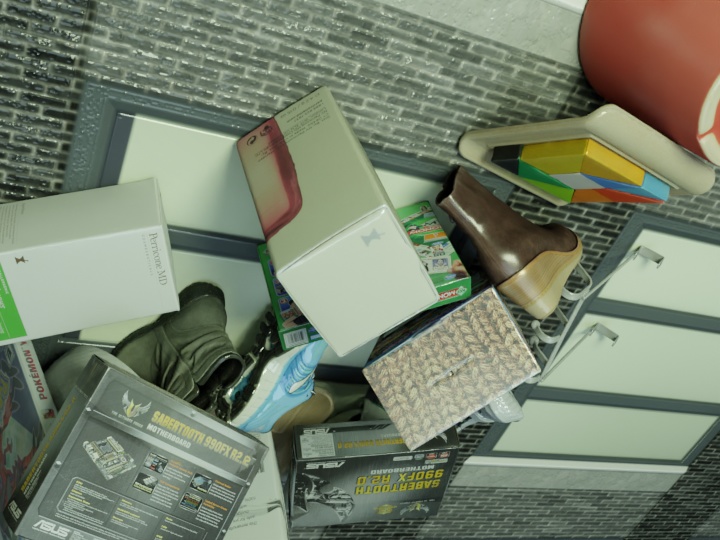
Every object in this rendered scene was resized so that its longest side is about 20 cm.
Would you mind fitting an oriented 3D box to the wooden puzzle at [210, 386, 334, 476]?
[{"bbox_3d":[-0.158,0.184,1.008,0.197,0.047,0.186,22,118,-29],"label":"wooden puzzle"}]

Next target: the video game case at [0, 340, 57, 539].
[{"bbox_3d":[-0.356,0.189,0.842,0.023,0.183,0.202,0,131,-42],"label":"video game case"}]

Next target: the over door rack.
[{"bbox_3d":[0.277,0.048,1.027,0.197,0.067,0.150,-17,138,-39],"label":"over door rack"}]

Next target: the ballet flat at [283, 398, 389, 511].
[{"bbox_3d":[-0.045,0.239,1.089,0.199,0.070,0.069,-40,131,11],"label":"ballet flat"}]

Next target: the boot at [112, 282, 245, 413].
[{"bbox_3d":[-0.206,0.116,0.868,0.200,0.132,0.067,-44,131,19],"label":"boot"}]

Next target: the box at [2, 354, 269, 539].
[{"bbox_3d":[-0.203,0.195,0.766,0.199,0.048,0.161,35,77,-35],"label":"box"}]

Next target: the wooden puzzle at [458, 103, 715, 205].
[{"bbox_3d":[0.223,-0.103,0.825,0.182,0.198,0.038,20,78,-32],"label":"wooden puzzle"}]

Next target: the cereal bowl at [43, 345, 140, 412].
[{"bbox_3d":[-0.274,0.186,0.853,0.083,0.198,0.203,-40,149,-43],"label":"cereal bowl"}]

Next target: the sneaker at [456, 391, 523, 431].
[{"bbox_3d":[0.134,0.170,1.017,0.113,0.200,0.076,-31,89,4],"label":"sneaker"}]

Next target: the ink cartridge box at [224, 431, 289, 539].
[{"bbox_3d":[-0.156,0.291,0.931,0.141,0.202,0.085,-12,130,-4],"label":"ink cartridge box"}]

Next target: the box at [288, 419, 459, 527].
[{"bbox_3d":[0.011,0.248,1.003,0.195,0.049,0.160,-1,135,-11],"label":"box"}]

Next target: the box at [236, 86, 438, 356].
[{"bbox_3d":[-0.026,-0.049,0.747,0.108,0.202,0.129,-29,133,6],"label":"box"}]

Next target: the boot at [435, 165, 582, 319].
[{"bbox_3d":[0.162,-0.053,0.885,0.072,0.200,0.167,-38,97,29],"label":"boot"}]

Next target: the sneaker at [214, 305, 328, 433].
[{"bbox_3d":[-0.078,0.101,0.928,0.201,0.078,0.090,-49,134,2],"label":"sneaker"}]

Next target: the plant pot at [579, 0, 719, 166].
[{"bbox_3d":[0.332,-0.203,0.765,0.196,0.179,0.203,-11,132,-12],"label":"plant pot"}]

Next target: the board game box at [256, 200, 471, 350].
[{"bbox_3d":[0.000,0.000,0.844,0.195,0.136,0.030,-15,131,-7],"label":"board game box"}]

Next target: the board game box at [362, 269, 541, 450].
[{"bbox_3d":[0.100,0.089,0.906,0.158,0.200,0.098,-33,91,9],"label":"board game box"}]

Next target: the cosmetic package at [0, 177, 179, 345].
[{"bbox_3d":[-0.277,-0.008,0.769,0.195,0.086,0.109,-11,130,-10],"label":"cosmetic package"}]
